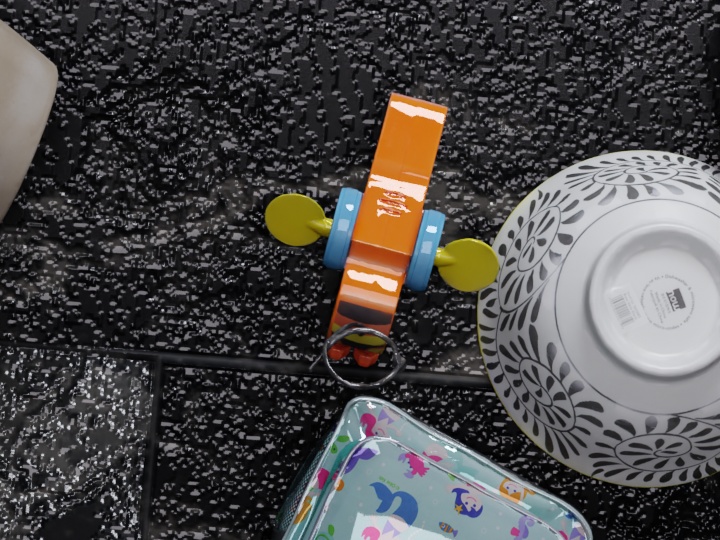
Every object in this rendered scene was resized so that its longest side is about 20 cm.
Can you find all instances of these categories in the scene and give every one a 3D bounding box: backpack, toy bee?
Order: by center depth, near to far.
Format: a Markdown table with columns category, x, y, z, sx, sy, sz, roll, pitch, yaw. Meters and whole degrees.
| category | x | y | z | sx | sy | sz | roll | pitch | yaw |
| --- | --- | --- | --- | --- | --- | --- | --- | --- | --- |
| backpack | 0.021 | 0.190 | 1.621 | 0.177 | 0.151 | 0.200 | 30 | 87 | 1 |
| toy bee | 0.000 | 0.000 | 1.674 | 0.131 | 0.109 | 0.200 | 33 | 58 | 10 |

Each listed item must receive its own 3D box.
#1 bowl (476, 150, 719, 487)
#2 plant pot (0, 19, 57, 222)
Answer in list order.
| category | x | y | z | sx | sy | sz | roll | pitch | yaw |
| --- | --- | --- | --- | --- | --- | --- | --- | --- | --- |
| bowl | 0.170 | 0.021 | 1.670 | 0.200 | 0.094 | 0.201 | 0 | 82 | -2 |
| plant pot | -0.273 | -0.098 | 1.635 | 0.173 | 0.200 | 0.200 | 24 | 82 | -17 |
